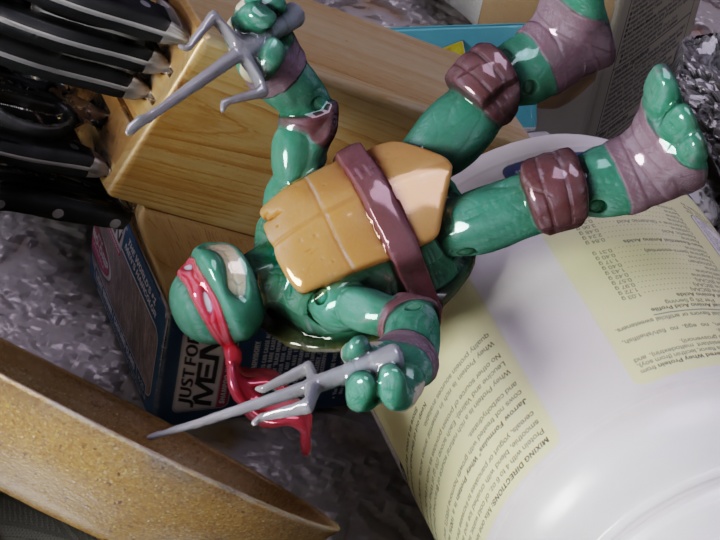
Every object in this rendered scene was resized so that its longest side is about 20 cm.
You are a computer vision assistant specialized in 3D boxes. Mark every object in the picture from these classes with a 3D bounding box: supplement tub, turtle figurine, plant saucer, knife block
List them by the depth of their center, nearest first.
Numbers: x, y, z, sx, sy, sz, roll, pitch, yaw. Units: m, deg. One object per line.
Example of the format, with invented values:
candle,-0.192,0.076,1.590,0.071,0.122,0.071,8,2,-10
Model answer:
turtle figurine,0.003,-0.023,0.743,0.200,0.101,0.150,-27,73,-8
plant saucer,-0.103,0.056,0.770,0.200,0.035,0.200,27,-2,1
supplement tub,0.090,0.062,0.795,0.145,0.145,0.200,-4,38,-21
knife block,-0.049,-0.072,0.796,0.200,0.176,0.064,-23,46,-8

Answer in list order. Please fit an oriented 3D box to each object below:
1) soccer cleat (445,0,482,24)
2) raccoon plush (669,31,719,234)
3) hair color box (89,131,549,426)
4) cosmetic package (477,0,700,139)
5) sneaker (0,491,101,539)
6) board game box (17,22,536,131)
soccer cleat,0.041,-0.175,1.183,0.085,0.069,0.200,-1,33,-4
raccoon plush,0.184,-0.020,0.981,0.134,0.097,0.200,18,33,2
hair color box,0.000,0.000,0.927,0.200,0.061,0.100,-4,40,-21
cosmetic package,0.116,-0.157,1.057,0.071,0.200,0.105,29,38,22
sneaker,-0.106,0.112,0.748,0.200,0.074,0.079,30,15,28
board game box,-0.048,-0.078,0.974,0.200,0.047,0.151,-5,6,-21
